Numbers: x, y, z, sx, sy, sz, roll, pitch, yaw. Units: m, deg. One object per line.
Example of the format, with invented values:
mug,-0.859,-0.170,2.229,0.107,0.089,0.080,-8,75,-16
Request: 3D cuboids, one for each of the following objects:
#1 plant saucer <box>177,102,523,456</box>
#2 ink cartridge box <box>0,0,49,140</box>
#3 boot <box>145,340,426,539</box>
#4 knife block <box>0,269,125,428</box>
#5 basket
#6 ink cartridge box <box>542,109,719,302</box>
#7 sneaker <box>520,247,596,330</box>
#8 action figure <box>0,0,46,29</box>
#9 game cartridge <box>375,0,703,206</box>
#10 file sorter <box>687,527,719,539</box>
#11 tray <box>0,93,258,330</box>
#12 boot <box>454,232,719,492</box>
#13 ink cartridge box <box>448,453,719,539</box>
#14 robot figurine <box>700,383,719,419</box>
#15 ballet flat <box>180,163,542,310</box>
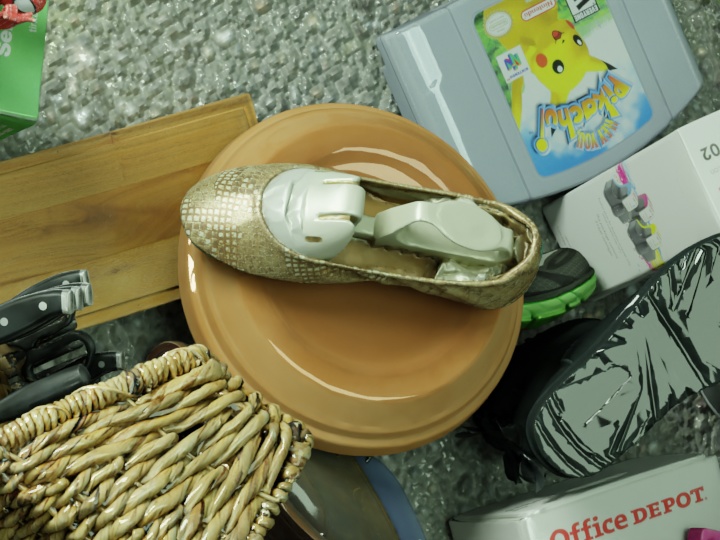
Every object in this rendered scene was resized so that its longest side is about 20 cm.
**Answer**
plant saucer,0.000,0.000,1.534,0.199,0.037,0.201,6,70,-18
ink cartridge box,-0.273,-0.117,1.394,0.199,0.146,0.084,11,78,-29
boot,-0.039,0.119,1.548,0.097,0.075,0.200,-17,70,-51
knife block,-0.220,0.065,1.387,0.199,0.175,0.064,-24,90,-29
basket,-0.132,0.103,1.418,0.149,0.200,0.143,34,61,-9
ink cartridge box,0.208,-0.053,1.629,0.115,0.200,0.068,-24,87,-30
sneaker,0.053,-0.005,1.612,0.199,0.077,0.084,0,83,-33
action figure,-0.226,-0.144,1.290,0.199,0.099,0.066,7,79,-32
game cartridge,0.113,-0.117,1.681,0.200,0.040,0.134,-29,103,-29
file sorter,0.264,0.255,1.581,0.139,0.125,0.201,15,77,-32
tray,-0.137,-0.024,1.527,0.199,0.037,0.099,-18,94,-31
boot,0.150,0.047,1.590,0.198,0.162,0.073,-40,96,-7
ink cartridge box,0.151,0.219,1.638,0.145,0.084,0.201,-14,93,-30
robot figurine,0.255,0.044,1.667,0.112,0.200,0.170,14,84,5
ballet flat,0.006,-0.026,1.488,0.199,0.065,0.071,7,68,-19
